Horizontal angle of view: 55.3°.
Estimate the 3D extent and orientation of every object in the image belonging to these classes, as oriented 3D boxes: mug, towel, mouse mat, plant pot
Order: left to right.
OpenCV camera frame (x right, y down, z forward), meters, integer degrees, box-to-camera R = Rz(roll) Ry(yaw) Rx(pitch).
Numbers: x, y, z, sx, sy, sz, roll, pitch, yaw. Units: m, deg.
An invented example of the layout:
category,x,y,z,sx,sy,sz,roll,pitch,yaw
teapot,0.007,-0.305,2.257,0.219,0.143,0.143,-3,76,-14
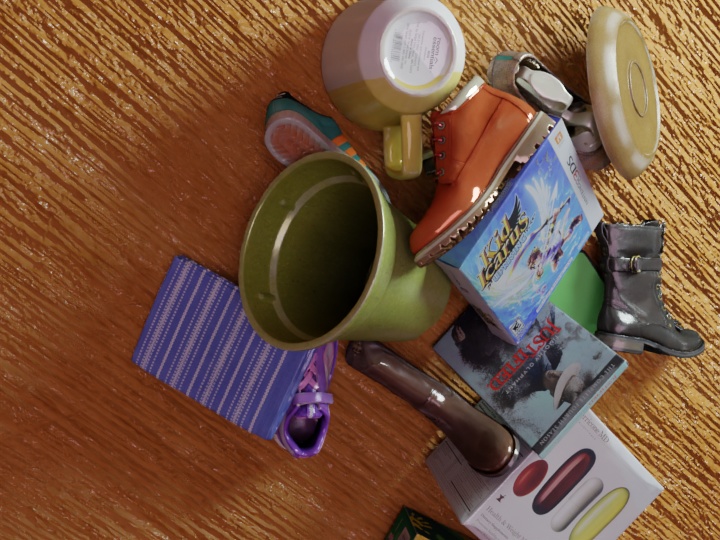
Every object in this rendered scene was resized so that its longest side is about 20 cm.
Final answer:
category,x,y,z,sx,sy,sz,roll,pitch,yaw
towel,-0.157,0.088,0.796,0.198,0.024,0.147,27,97,9
plant pot,0.000,0.000,0.748,0.183,0.199,0.203,20,98,-48
mug,0.051,-0.213,0.744,0.149,0.153,0.188,-37,106,-3
mouse mat,0.262,0.090,0.920,0.199,0.008,0.161,-42,111,-3
plant pot,0.313,-0.209,0.800,0.198,0.027,0.204,11,77,-51

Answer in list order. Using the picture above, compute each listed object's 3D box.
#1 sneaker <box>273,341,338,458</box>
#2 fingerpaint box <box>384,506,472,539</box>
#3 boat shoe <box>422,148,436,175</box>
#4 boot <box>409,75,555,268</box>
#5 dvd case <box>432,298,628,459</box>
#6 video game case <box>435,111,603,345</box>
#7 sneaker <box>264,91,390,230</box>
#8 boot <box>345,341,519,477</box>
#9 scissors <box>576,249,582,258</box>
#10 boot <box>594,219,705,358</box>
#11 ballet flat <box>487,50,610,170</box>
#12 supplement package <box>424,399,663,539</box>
category,x,y,z,sx,sy,sz,roll,pitch,yaw
sneaker,-0.064,0.136,0.825,0.079,0.088,0.204,3,100,-11
fingerpaint box,0.083,0.450,0.928,0.165,0.073,0.202,29,95,-15
boat shoe,0.167,-0.139,0.825,0.198,0.072,0.062,-16,100,-11
boot,0.094,-0.099,0.680,0.107,0.075,0.201,37,77,3
dvd case,0.196,0.103,0.826,0.146,0.200,0.022,-46,139,2
video game case,0.187,-0.042,0.782,0.201,0.045,0.181,-54,135,-9
sneaker,-0.031,-0.128,0.788,0.071,0.081,0.200,-28,131,24
boot,0.074,0.149,0.808,0.199,0.186,0.065,39,83,-18
scissors,0.196,-0.023,0.885,0.196,0.014,0.074,-18,107,-10
boot,0.387,0.021,0.909,0.196,0.069,0.178,6,89,-26
ballet flat,0.228,-0.176,0.774,0.198,0.067,0.069,29,86,-19
supplement package,0.229,0.260,0.876,0.191,0.147,0.200,43,92,-20
